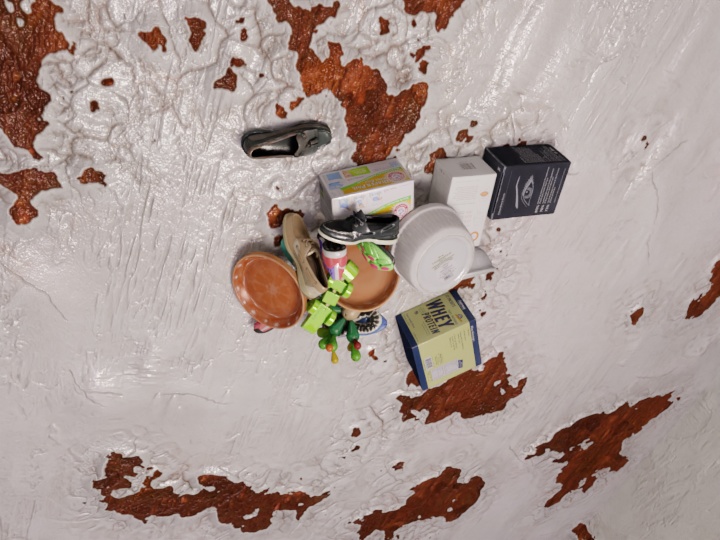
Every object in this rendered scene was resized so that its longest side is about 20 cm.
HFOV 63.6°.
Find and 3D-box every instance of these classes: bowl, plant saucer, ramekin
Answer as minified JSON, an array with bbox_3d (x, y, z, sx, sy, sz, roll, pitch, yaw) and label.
[{"bbox_3d":[0.250,-0.022,1.524,0.195,0.093,0.201,-13,174,-1],"label":"bowl"},{"bbox_3d":[-0.213,0.046,1.370,0.195,0.032,0.205,14,126,20],"label":"plant saucer"},{"bbox_3d":[0.172,-0.043,1.348,0.195,0.105,0.204,-15,129,-20],"label":"ramekin"},{"bbox_3d":[0.000,0.000,1.421,0.195,0.205,0.037,-19,172,-9],"label":"plant saucer"}]

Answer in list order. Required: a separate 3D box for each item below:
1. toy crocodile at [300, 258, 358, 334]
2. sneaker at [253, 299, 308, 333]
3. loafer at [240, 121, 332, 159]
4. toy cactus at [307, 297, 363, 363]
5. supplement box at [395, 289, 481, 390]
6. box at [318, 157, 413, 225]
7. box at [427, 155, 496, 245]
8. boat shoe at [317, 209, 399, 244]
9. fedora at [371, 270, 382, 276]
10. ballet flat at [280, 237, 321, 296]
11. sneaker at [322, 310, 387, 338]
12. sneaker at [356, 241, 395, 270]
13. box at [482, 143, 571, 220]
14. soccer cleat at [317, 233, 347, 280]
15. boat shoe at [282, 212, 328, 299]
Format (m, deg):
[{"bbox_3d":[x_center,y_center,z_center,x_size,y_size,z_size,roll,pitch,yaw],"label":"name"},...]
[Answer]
[{"bbox_3d":[-0.073,0.062,1.358,0.066,0.062,0.202,28,105,-19],"label":"toy crocodile"},{"bbox_3d":[-0.206,0.079,1.457,0.199,0.074,0.088,-37,94,22],"label":"sneaker"},{"bbox_3d":[-0.148,-0.260,1.211,0.195,0.063,0.073,-11,130,-16],"label":"loafer"},{"bbox_3d":[-0.054,0.125,1.441,0.165,0.200,0.102,-46,156,0],"label":"toy cactus"},{"bbox_3d":[0.228,0.203,1.682,0.195,0.135,0.203,-22,131,-5],"label":"supplement box"},{"bbox_3d":[0.015,-0.168,1.321,0.195,0.113,0.103,-15,131,-14],"label":"box"},{"bbox_3d":[0.241,-0.165,1.431,0.121,0.098,0.204,-7,127,-19],"label":"box"},{"bbox_3d":[0.003,-0.098,1.245,0.194,0.075,0.067,4,124,-26],"label":"boat shoe"},{"bbox_3d":[0.033,0.035,1.502,0.195,0.082,0.205,-12,129,-14],"label":"fedora"},{"bbox_3d":[-0.122,-0.006,1.412,0.067,0.071,0.201,-33,131,5],"label":"ballet flat"},{"bbox_3d":[-0.017,0.145,1.526,0.196,0.081,0.089,-3,163,33],"label":"sneaker"},{"bbox_3d":[0.028,-0.077,1.340,0.082,0.201,0.078,-27,137,-12],"label":"sneaker"},{"bbox_3d":[0.400,-0.223,1.452,0.194,0.105,0.151,-5,128,-19],"label":"box"},{"bbox_3d":[-0.063,-0.043,1.325,0.066,0.201,0.075,-3,109,-6],"label":"soccer cleat"},{"bbox_3d":[-0.119,-0.042,1.315,0.064,0.205,0.070,-25,170,38],"label":"boat shoe"}]
